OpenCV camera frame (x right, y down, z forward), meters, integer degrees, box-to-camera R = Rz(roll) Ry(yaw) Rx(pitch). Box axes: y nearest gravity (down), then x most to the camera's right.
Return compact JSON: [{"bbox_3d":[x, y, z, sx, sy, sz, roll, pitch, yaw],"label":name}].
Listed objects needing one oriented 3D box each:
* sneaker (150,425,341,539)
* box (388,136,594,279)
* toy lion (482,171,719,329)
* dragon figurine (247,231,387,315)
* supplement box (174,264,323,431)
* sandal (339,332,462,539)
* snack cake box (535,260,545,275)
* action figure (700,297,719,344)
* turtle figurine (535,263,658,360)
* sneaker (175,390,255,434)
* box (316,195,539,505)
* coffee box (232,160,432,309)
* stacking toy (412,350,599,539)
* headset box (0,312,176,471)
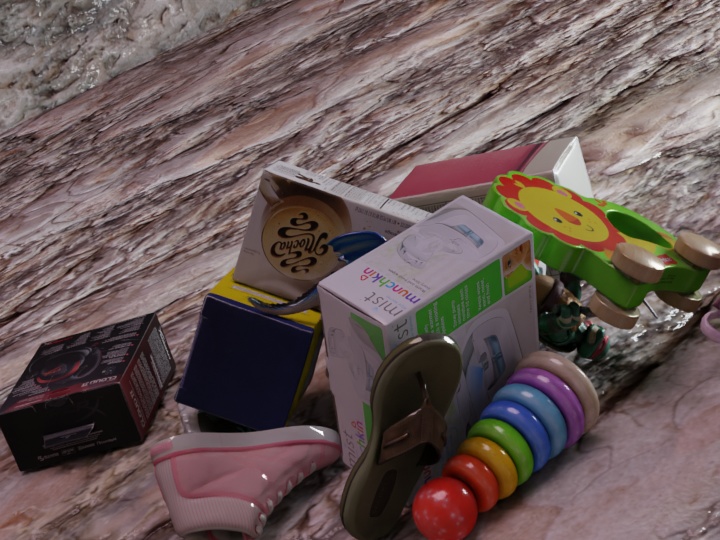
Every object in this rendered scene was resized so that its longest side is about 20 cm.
[{"bbox_3d":[-0.094,0.199,1.560,0.199,0.106,0.075,1,-24,-41],"label":"sneaker"},{"bbox_3d":[0.148,-0.055,1.891,0.198,0.129,0.109,-8,21,26],"label":"box"},{"bbox_3d":[0.212,-0.031,1.596,0.191,0.069,0.199,38,27,28],"label":"toy lion"},{"bbox_3d":[0.000,0.000,1.596,0.198,0.101,0.059,1,-13,7],"label":"dragon figurine"},{"bbox_3d":[-0.097,0.070,1.693,0.108,0.110,0.200,19,12,3],"label":"supplement box"},{"bbox_3d":[0.042,0.142,1.427,0.079,0.203,0.057,1,27,-32],"label":"sandal"},{"bbox_3d":[0.088,0.007,1.766,0.198,0.068,0.115,5,12,7],"label":"snack cake box"},{"bbox_3d":[0.392,0.006,1.602,0.150,0.133,0.200,-57,3,12],"label":"action figure"},{"bbox_3d":[0.183,0.024,1.630,0.101,0.199,0.150,-51,6,27],"label":"turtle figurine"},{"bbox_3d":[-0.127,0.154,1.693,0.090,0.078,0.200,-16,22,-5],"label":"sneaker"},{"bbox_3d":[0.063,0.068,1.520,0.176,0.202,0.096,-31,41,-31],"label":"box"},{"bbox_3d":[-0.009,-0.018,1.674,0.198,0.114,0.080,19,12,5],"label":"coffee box"},{"bbox_3d":[0.116,0.155,1.460,0.085,0.086,0.200,2,34,45],"label":"stacking toy"},{"bbox_3d":[-0.297,0.135,1.890,0.147,0.076,0.200,-15,20,12],"label":"headset box"}]
